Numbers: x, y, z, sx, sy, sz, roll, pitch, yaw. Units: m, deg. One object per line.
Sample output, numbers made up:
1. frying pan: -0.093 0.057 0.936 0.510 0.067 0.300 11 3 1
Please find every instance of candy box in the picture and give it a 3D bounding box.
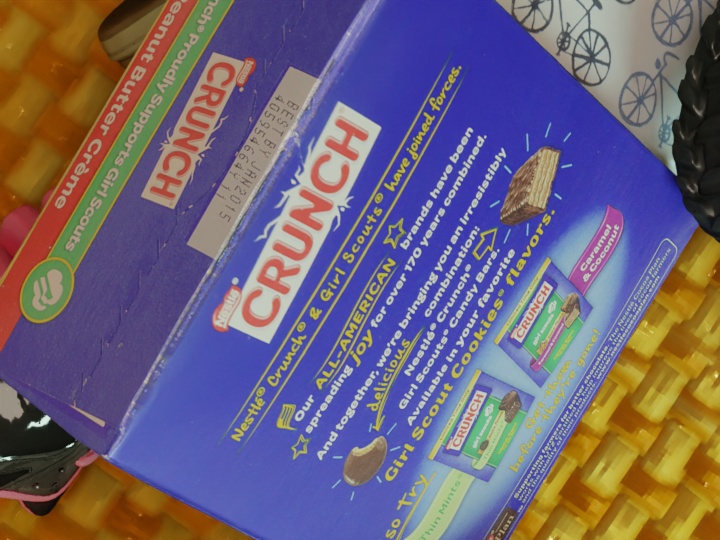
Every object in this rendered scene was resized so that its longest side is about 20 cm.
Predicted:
1. candy box: 0.000 0.000 0.752 0.077 0.200 0.169 29 85 36

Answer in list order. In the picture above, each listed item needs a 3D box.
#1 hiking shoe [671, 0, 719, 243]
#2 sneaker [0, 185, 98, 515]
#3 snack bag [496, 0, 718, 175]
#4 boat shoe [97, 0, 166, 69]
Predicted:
1. hiking shoe: 0.172 -0.085 0.810 0.087 0.074 0.200 40 72 -42
2. sneaker: -0.099 0.030 0.810 0.200 0.079 0.096 -20 120 -11
3. snack bag: 0.095 -0.154 0.795 0.188 0.021 0.200 35 77 -39
4. boat shoe: 0.013 -0.097 0.816 0.200 0.073 0.063 -24 102 -16
